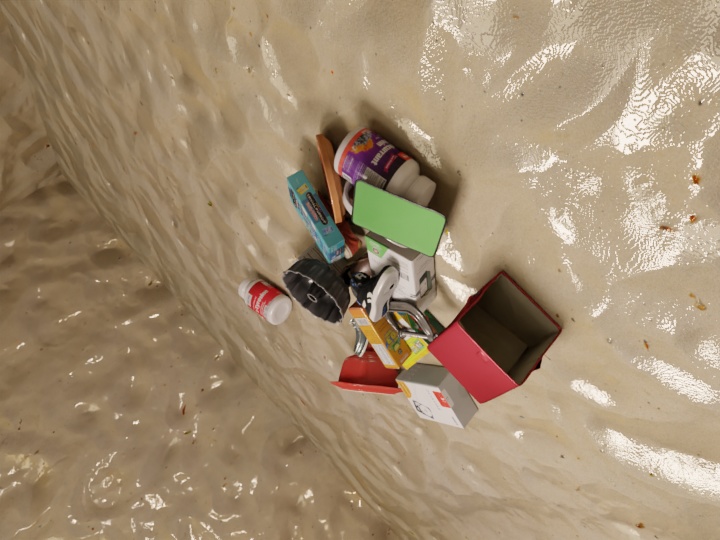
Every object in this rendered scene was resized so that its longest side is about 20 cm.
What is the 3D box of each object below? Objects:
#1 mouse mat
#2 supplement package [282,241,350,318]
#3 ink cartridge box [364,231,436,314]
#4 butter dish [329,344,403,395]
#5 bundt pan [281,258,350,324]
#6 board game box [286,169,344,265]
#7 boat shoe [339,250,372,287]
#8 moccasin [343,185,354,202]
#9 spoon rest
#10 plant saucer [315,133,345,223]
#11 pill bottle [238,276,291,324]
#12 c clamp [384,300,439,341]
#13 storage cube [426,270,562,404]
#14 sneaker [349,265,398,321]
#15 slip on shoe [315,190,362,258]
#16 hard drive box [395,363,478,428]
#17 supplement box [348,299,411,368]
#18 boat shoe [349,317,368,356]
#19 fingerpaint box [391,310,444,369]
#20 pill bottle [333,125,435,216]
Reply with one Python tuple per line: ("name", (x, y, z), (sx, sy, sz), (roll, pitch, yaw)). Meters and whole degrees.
("mouse mat", (0.073, -0.102, 1.215), (0.197, 0.008, 0.162), (23, 153, 7))
("supplement package", (-0.122, 0.022, 1.758), (0.156, 0.111, 0.200), (47, 151, 2))
("ink cartridge box", (0.098, -0.005, 1.428), (0.145, 0.084, 0.202), (30, 148, 32))
("butter dish", (0.029, 0.307, 1.880), (0.196, 0.151, 0.199), (11, 169, -28))
("bundt pan", (-0.107, 0.044, 1.567), (0.200, 0.076, 0.203), (29, 153, 16))
("board game box", (-0.108, -0.126, 1.467), (0.202, 0.046, 0.151), (59, 170, 10))
("boat shoe", (0.004, 0.005, 1.586), (0.075, 0.075, 0.202), (51, 150, -5))
("moccasin", (0.042, -0.143, 1.354), (0.200, 0.073, 0.079), (37, 137, 29))
("spoon rest", (0.037, -0.115, 1.280), (0.199, 0.061, 0.100), (38, 156, 10))
("plant saucer", (-0.066, -0.211, 1.370), (0.200, 0.032, 0.205), (167, 91, -88))
("pill bottle", (-0.354, 0.105, 2.203), (0.198, 0.112, 0.113), (30, 148, 31))
("c clamp", (0.127, 0.141, 1.462), (0.199, 0.027, 0.172), (7, 136, 56))
("storage cube", (0.277, 0.147, 1.266), (0.200, 0.171, 0.180), (45, 153, 6))
("sneaker", (0.022, 0.031, 1.418), (0.112, 0.072, 0.201), (46, 150, 22))
("slip on shoe", (-0.063, -0.126, 1.548), (0.202, 0.061, 0.074), (56, 169, 15))
("hard drive box", (0.216, 0.354, 1.721), (0.199, 0.077, 0.157), (-7, 121, 58))
("supplement box", (0.053, 0.159, 1.564), (0.068, 0.066, 0.202), (-5, 122, 53))
("boat shoe", (0.000, 0.133, 1.649), (0.061, 0.204, 0.073), (11, -177, -11))
("fingerpaint box", (0.121, 0.159, 1.617), (0.167, 0.073, 0.200), (45, 152, 7))
("pill bottle", (0.052, -0.197, 1.223), (0.199, 0.111, 0.112), (37, 151, 15))
